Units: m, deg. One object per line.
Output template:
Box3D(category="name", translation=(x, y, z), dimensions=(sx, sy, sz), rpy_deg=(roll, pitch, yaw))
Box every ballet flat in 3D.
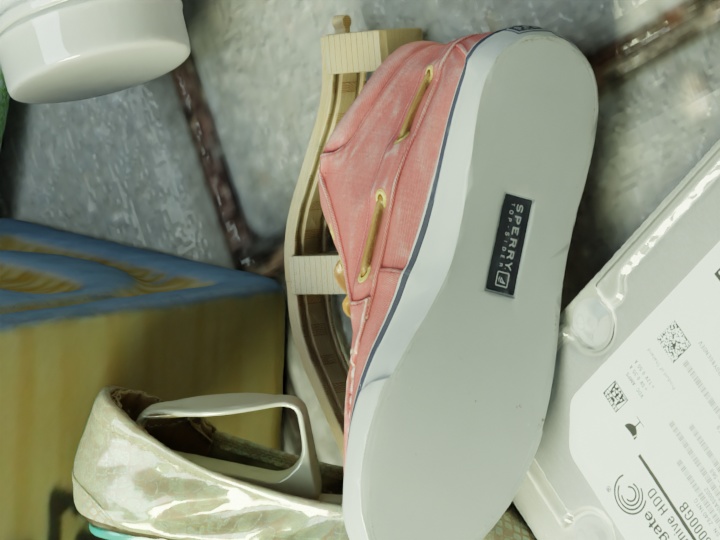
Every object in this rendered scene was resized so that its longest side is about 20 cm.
Box3D(category="ballet flat", translation=(-0.011, 0.082, 0.986), dimensions=(0.199, 0.067, 0.063), rpy_deg=(9, 101, 5))

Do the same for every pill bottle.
Box3D(category="pill bottle", translation=(-0.131, -0.175, 1.094), dimensions=(0.109, 0.109, 0.201), rpy_deg=(-22, 79, 43))

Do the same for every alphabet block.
Box3D(category="alphabet block", translation=(-0.162, 0.096, 1.099), dimensions=(0.195, 0.196, 0.201), rpy_deg=(13, 104, 44))

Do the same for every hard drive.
Box3D(category="hard drive", translation=(0.133, 0.046, 0.918), dimensions=(0.200, 0.038, 0.140), rpy_deg=(-50, 62, 37))

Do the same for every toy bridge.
Box3D(category="toy bridge", translation=(0.000, 0.000, 1.046), dimensions=(0.067, 0.027, 0.201), rpy_deg=(-1, 94, 45))

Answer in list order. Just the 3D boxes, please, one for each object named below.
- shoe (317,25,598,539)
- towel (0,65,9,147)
Box3D(category="shoe", translation=(0.023, 0.009, 0.968), dimensions=(0.091, 0.071, 0.201), rpy_deg=(5, 79, 59))
Box3D(category="towel", translation=(-0.205, -0.118, 1.234), dimensions=(0.149, 0.031, 0.201), rpy_deg=(22, 108, 38))
